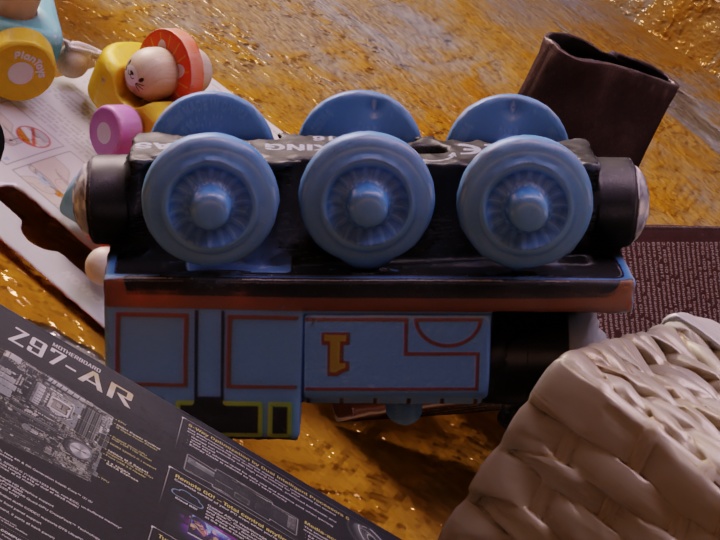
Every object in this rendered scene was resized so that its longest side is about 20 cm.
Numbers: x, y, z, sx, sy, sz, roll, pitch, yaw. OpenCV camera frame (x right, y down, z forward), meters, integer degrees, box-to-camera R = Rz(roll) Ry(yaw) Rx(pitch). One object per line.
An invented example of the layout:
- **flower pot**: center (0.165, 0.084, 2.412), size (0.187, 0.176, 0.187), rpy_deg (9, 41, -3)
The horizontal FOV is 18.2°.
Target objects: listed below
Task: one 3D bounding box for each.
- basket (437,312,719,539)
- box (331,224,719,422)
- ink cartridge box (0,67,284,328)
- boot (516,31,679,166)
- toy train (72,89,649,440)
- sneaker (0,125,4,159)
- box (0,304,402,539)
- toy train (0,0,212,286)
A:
- **basket**: center (0.128, 0.122, 0.739), size (0.200, 0.136, 0.123), rpy_deg (39, 18, 25)
- **box**: center (0.086, 0.021, 0.950), size (0.100, 0.075, 0.199), rpy_deg (-12, -6, 44)
- **ink cartridge box**: center (-0.088, -0.018, 0.952), size (0.160, 0.047, 0.200), rpy_deg (38, 32, 18)
- **boot**: center (0.109, -0.018, 1.076), size (0.200, 0.167, 0.072), rpy_deg (16, 22, -48)
- **toy train**: center (0.000, 0.000, 0.785), size (0.199, 0.115, 0.087), rpy_deg (0, 19, -3)
- **sneaker**: center (-0.170, -0.063, 0.680), size (0.200, 0.090, 0.079), rpy_deg (36, 43, -72)
- **box**: center (-0.051, 0.093, 0.636), size (0.200, 0.044, 0.160), rpy_deg (31, 15, -8)
- **toy train**: center (-0.118, -0.075, 0.911), size (0.200, 0.056, 0.150), rpy_deg (33, 29, 8)
